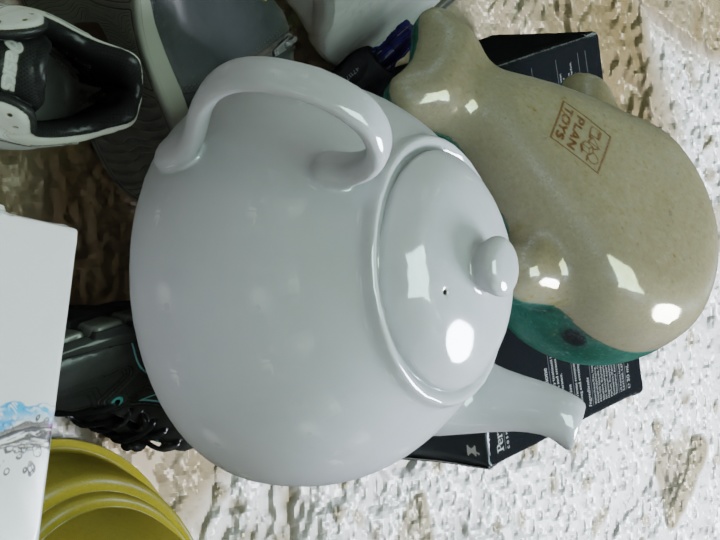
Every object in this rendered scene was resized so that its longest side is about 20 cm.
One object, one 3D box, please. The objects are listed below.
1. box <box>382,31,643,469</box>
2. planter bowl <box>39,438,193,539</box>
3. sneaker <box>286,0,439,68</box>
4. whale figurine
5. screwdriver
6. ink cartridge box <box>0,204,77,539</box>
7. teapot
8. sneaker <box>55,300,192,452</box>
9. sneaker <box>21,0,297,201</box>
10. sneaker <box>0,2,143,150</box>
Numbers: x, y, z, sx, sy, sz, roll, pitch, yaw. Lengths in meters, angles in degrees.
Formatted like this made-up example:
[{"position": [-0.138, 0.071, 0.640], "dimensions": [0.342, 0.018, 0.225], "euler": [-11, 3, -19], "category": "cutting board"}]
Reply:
[{"position": [0.068, -0.014, 1.490], "dimensions": [0.141, 0.079, 0.201], "euler": [-22, 108, -49], "category": "box"}, {"position": [-0.114, 0.178, 1.277], "dimensions": [0.200, 0.083, 0.201], "euler": [-1, 92, -49], "category": "planter bowl"}, {"position": [-0.025, -0.168, 1.388], "dimensions": [0.075, 0.089, 0.200], "euler": [-42, 151, 2], "category": "sneaker"}, {"position": [0.082, -0.036, 1.393], "dimensions": [0.200, 0.104, 0.159], "euler": [39, 45, -18], "category": "whale figurine"}, {"position": [0.038, -0.132, 1.399], "dimensions": [0.200, 0.029, 0.028], "euler": [-44, 128, 11], "category": "screwdriver"}, {"position": [-0.220, 0.067, 1.099], "dimensions": [0.144, 0.147, 0.201], "euler": [13, 81, -49], "category": "ink cartridge box"}, {"position": [0.000, 0.000, 1.259], "dimensions": [0.200, 0.146, 0.198], "euler": [-13, 96, -57], "category": "teapot"}, {"position": [-0.099, 0.049, 1.298], "dimensions": [0.200, 0.075, 0.080], "euler": [-12, 102, -49], "category": "sneaker"}, {"position": [-0.097, -0.139, 1.306], "dimensions": [0.106, 0.075, 0.201], "euler": [-50, 136, -42], "category": "sneaker"}, {"position": [-0.175, -0.094, 1.194], "dimensions": [0.200, 0.087, 0.076], "euler": [5, 89, -48], "category": "sneaker"}]
